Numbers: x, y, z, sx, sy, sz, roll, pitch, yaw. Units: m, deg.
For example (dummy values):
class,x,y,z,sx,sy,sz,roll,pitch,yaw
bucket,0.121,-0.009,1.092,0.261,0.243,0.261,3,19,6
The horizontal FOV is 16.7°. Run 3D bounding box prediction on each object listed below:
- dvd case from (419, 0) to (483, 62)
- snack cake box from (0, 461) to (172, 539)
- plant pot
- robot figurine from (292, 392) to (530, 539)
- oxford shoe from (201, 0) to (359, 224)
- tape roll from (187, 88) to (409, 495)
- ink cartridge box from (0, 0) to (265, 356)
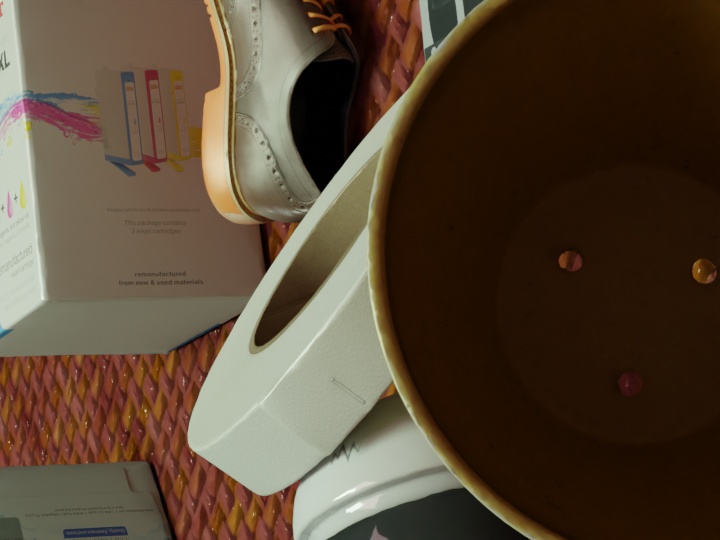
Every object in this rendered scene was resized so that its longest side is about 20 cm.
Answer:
class,x,y,z,sx,sy,sz,roll,pitch,yaw
dvd case,0.061,-0.193,1.012,0.150,0.025,0.200,-23,70,60
snack cake box,-0.195,0.192,1.396,0.200,0.115,0.067,-60,41,44
plant pot,0.098,0.003,0.805,0.142,0.200,0.200,110,156,-82
robot figurine,0.045,0.143,0.948,0.125,0.150,0.200,106,153,-64
oxford shoe,-0.030,-0.122,1.156,0.073,0.071,0.200,2,97,42
tape roll,0.000,0.000,0.996,0.203,0.037,0.203,-52,10,13
ink cartridge box,-0.140,-0.066,1.280,0.129,0.125,0.200,-30,65,58
